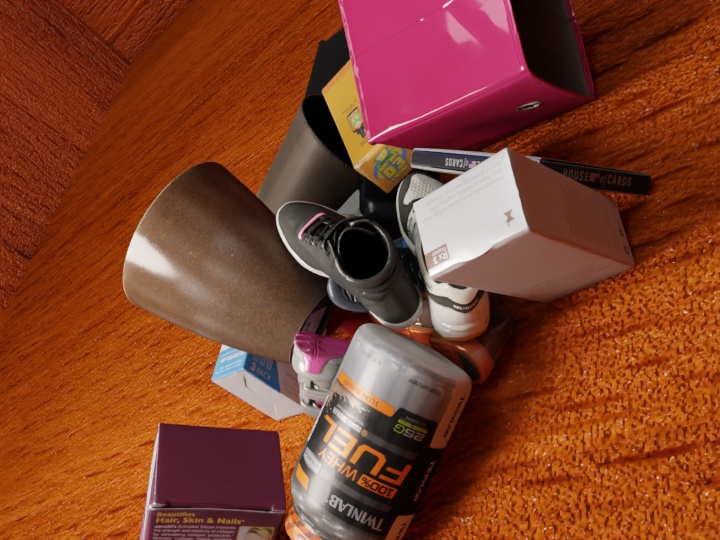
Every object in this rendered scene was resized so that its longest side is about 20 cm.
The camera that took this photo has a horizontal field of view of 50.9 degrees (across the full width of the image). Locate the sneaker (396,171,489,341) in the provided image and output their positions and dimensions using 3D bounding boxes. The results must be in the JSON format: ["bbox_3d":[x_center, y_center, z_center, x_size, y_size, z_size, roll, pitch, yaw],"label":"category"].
[{"bbox_3d":[0.082,-0.036,0.734,0.074,0.089,0.203,-16,52,-2],"label":"sneaker"}]

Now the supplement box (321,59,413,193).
[{"bbox_3d":[0.011,-0.188,0.962,0.066,0.068,0.202,-41,38,18],"label":"supplement box"}]

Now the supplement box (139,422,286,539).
[{"bbox_3d":[-0.159,0.267,0.772,0.104,0.127,0.204,-105,28,-54],"label":"supplement box"}]

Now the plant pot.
[{"bbox_3d":[-0.131,0.012,0.854,0.197,0.187,0.189,32,84,15],"label":"plant pot"}]

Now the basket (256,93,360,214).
[{"bbox_3d":[-0.066,-0.121,1.088,0.200,0.178,0.138,-43,28,34],"label":"basket"}]

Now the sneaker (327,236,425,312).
[{"bbox_3d":[0.052,-0.005,0.828,0.196,0.068,0.078,-23,2,-15],"label":"sneaker"}]

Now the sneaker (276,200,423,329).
[{"bbox_3d":[-0.021,-0.031,0.735,0.071,0.100,0.199,-44,59,-12],"label":"sneaker"}]

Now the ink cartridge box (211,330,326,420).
[{"bbox_3d":[-0.106,0.072,0.982,0.067,0.115,0.204,-23,43,38],"label":"ink cartridge box"}]

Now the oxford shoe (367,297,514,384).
[{"bbox_3d":[0.080,0.059,0.800,0.073,0.072,0.198,-44,33,-21],"label":"oxford shoe"}]

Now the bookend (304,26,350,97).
[{"bbox_3d":[0.012,-0.344,1.256,0.196,0.092,0.204,-28,38,34],"label":"bookend"}]

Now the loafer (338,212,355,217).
[{"bbox_3d":[-0.060,-0.037,0.943,0.197,0.076,0.069,10,67,48],"label":"loafer"}]

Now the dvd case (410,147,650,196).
[{"bbox_3d":[0.163,-0.101,0.759,0.199,0.147,0.026,22,108,59],"label":"dvd case"}]

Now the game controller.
[{"bbox_3d":[0.049,-0.127,0.990,0.101,0.043,0.203,1,45,0],"label":"game controller"}]

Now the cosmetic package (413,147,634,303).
[{"bbox_3d":[0.145,-0.030,0.649,0.100,0.197,0.076,-27,64,35],"label":"cosmetic package"}]

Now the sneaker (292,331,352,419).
[{"bbox_3d":[-0.028,0.120,0.810,0.079,0.200,0.091,11,81,13],"label":"sneaker"}]

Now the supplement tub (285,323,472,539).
[{"bbox_3d":[0.012,0.164,0.701,0.122,0.120,0.204,32,99,59],"label":"supplement tub"}]

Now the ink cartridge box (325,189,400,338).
[{"bbox_3d":[0.000,0.000,0.954,0.116,0.067,0.202,-44,32,16],"label":"ink cartridge box"}]

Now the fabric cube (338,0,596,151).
[{"bbox_3d":[0.116,-0.256,0.838,0.196,0.194,0.206,-18,82,36],"label":"fabric cube"}]
